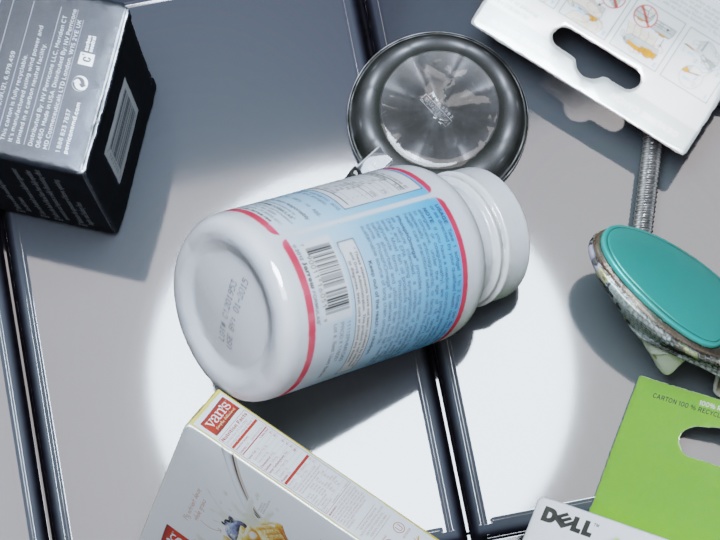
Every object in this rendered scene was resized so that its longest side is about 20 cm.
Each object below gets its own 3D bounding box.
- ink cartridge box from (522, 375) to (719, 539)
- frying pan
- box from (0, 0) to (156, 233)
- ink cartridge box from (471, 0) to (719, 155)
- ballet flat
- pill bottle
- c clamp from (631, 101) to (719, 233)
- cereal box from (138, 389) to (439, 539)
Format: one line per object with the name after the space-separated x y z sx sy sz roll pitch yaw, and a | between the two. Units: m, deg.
0.176 0.160 1.209 0.148 0.076 0.200 16 78 31 | ink cartridge box
0.013 -0.086 1.317 0.190 0.031 0.115 -18 78 -6 | frying pan
-0.237 -0.107 1.262 0.200 0.148 0.107 12 78 3 | box
0.186 -0.188 1.323 0.160 0.047 0.200 33 80 7 | ink cartridge box
0.214 0.045 1.257 0.200 0.072 0.072 27 80 -5 | ballet flat
0.000 0.000 1.219 0.200 0.109 0.109 -16 76 -38 | pill bottle
0.203 -0.061 1.310 0.171 0.027 0.200 4 77 -4 | c clamp
-0.028 0.171 1.205 0.200 0.144 0.040 33 48 8 | cereal box
